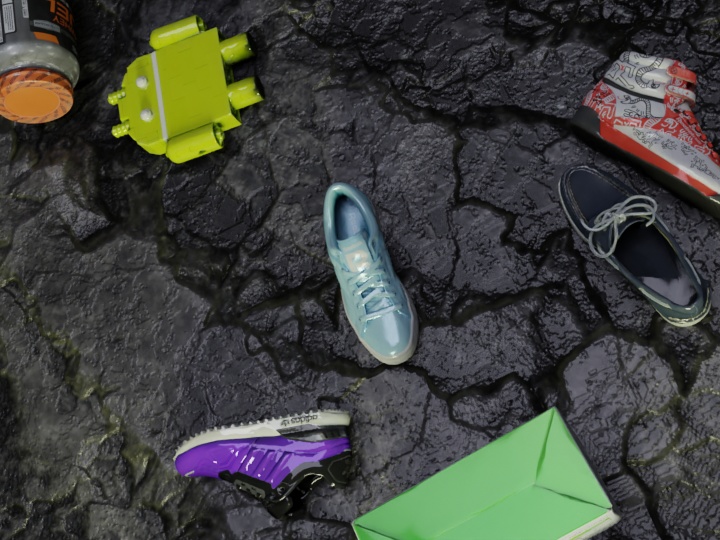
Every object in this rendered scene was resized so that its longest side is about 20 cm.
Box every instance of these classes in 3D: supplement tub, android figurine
[{"bbox_3d":[-0.421,-0.297,1.196,0.121,0.122,0.203,-17,71,13],"label":"supplement tub"},{"bbox_3d":[-0.215,-0.217,1.147,0.197,0.041,0.185,-15,71,13],"label":"android figurine"}]

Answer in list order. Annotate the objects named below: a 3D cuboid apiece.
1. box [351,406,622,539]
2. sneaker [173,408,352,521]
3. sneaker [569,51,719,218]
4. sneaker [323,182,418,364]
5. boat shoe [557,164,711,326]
[{"bbox_3d":[0.119,0.221,0.831,0.198,0.176,0.098,-31,68,8],"label":"box"},{"bbox_3d":[-0.100,0.207,0.969,0.197,0.070,0.101,-14,73,15],"label":"sneaker"},{"bbox_3d":[0.313,-0.139,0.927,0.200,0.067,0.109,36,91,27],"label":"sneaker"},{"bbox_3d":[0.000,0.000,0.987,0.073,0.082,0.202,-26,68,11],"label":"sneaker"},{"bbox_3d":[0.260,-0.032,0.917,0.074,0.062,0.201,-35,66,9],"label":"boat shoe"}]
